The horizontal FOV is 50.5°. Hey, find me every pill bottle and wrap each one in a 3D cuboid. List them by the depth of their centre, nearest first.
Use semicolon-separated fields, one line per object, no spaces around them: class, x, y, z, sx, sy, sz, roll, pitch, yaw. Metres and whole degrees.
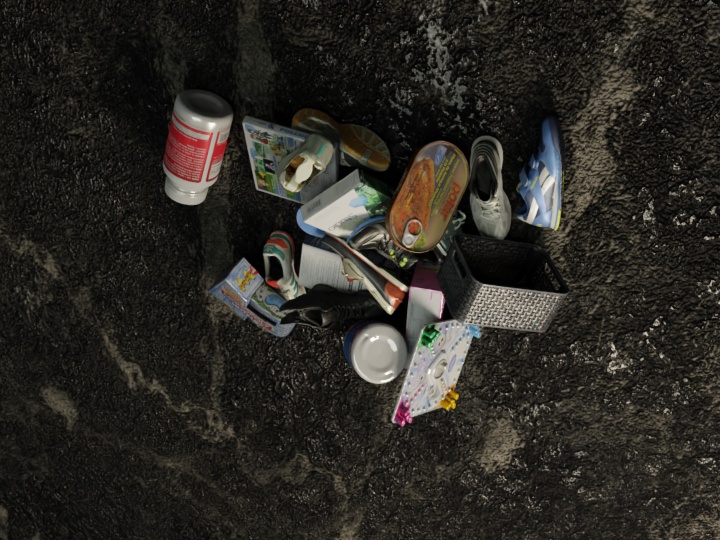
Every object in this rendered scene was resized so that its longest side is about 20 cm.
pill bottle;-0.318;-0.233;1.469;0.111;0.113;0.202;26;124;4
pill bottle;0.023;0.154;1.508;0.110;0.200;0.115;0;90;-8

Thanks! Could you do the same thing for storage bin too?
storage bin;0.249;0.023;1.349;0.196;0.137;0.095;6;128;-20

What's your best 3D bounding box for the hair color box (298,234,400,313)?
hair color box;-0.021;0.002;1.526;0.196;0.061;0.102;18;124;11

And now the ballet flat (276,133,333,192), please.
ballet flat;-0.110;-0.175;1.349;0.067;0.065;0.200;29;152;-15

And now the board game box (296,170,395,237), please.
board game box;-0.024;-0.127;1.429;0.197;0.040;0.157;-23;153;21

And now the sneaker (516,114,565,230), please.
sneaker;0.306;-0.163;1.299;0.080;0.074;0.204;7;120;19

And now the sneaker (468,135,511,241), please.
sneaker;0.216;-0.120;1.331;0.074;0.116;0.204;-1;119;21

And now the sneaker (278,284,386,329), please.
sneaker;-0.052;0.080;1.482;0.195;0.105;0.061;10;123;15

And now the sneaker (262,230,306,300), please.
sneaker;-0.165;0.025;1.574;0.069;0.094;0.204;2;119;19

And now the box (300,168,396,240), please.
box;0.008;-0.106;1.393;0.143;0.037;0.198;-29;150;31

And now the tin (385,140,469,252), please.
tin;0.117;-0.129;1.342;0.111;0.042;0.203;28;86;-13

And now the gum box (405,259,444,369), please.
gum box;0.128;0.091;1.485;0.065;0.114;0.204;9;122;9

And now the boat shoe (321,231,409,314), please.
boat shoe;0.000;0.000;1.437;0.199;0.071;0.063;37;99;11

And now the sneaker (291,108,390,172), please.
sneaker;-0.037;-0.223;1.404;0.197;0.076;0.088;27;139;9

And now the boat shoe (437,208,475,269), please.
boat shoe;0.159;-0.091;1.397;0.061;0.073;0.201;-33;98;33

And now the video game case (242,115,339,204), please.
video game case;-0.123;-0.192;1.422;0.179;0.022;0.201;18;152;10

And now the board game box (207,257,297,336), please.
board game box;-0.221;0.056;1.561;0.199;0.062;0.200;38;162;3

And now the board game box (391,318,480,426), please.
board game box;0.153;0.191;1.463;0.026;0.198;0.204;28;110;34

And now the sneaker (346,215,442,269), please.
sneaker;0.070;-0.047;1.399;0.196;0.084;0.071;6;150;-23
